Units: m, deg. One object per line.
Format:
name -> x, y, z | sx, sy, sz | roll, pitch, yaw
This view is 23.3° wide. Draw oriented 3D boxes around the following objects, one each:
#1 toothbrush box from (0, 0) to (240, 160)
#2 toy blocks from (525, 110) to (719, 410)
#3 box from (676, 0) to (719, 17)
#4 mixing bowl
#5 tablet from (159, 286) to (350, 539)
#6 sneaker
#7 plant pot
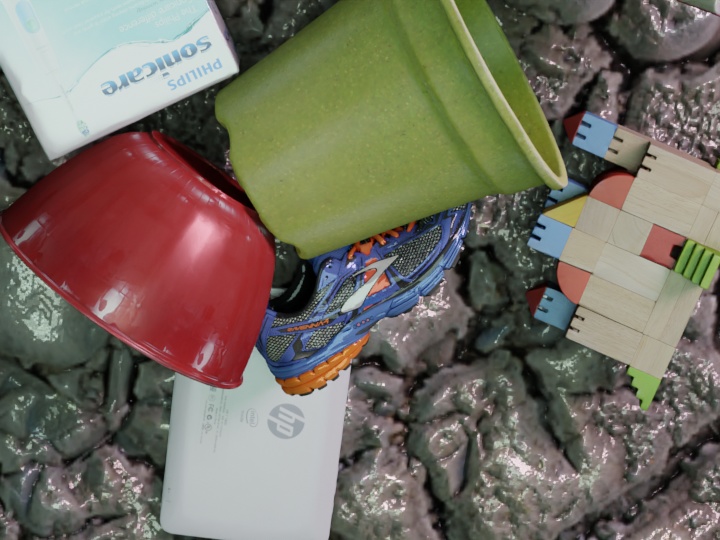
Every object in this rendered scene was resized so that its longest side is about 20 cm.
toothbrush box -> -0.187, -0.198, 1.181 | 0.146, 0.085, 0.200 | -25, 103, 3
toy blocks -> 0.183, -0.021, 1.249 | 0.136, 0.100, 0.201 | 23, 102, 4
box -> 0.205, -0.241, 1.118 | 0.109, 0.200, 0.128 | 7, 108, -44
mixing bowl -> -0.131, -0.022, 1.172 | 0.200, 0.200, 0.109 | 35, 98, -10
tablet -> -0.076, 0.108, 1.302 | 0.130, 0.014, 0.201 | 6, 104, -4
sneaker -> 0.000, 0.000, 1.236 | 0.200, 0.075, 0.078 | -44, 110, 0
plant pot -> 0.011, -0.104, 1.168 | 0.184, 0.200, 0.201 | -27, 104, 13
